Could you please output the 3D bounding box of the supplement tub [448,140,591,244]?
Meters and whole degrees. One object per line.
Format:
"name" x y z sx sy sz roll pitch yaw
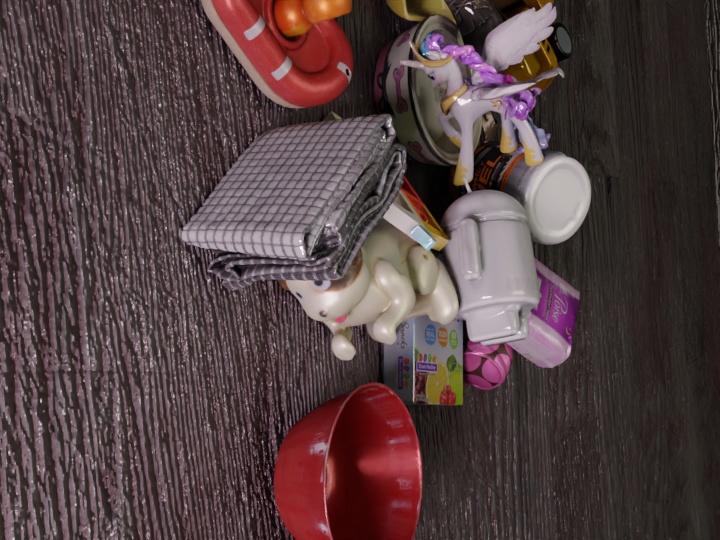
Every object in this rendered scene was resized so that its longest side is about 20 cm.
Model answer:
"supplement tub" 0.215 -0.114 1.171 0.120 0.199 0.125 -7 106 -26

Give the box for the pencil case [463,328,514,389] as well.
"pencil case" 0.198 0.080 1.263 0.090 0.094 0.201 30 53 0

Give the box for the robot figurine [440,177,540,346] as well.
"robot figurine" 0.159 -0.012 1.036 0.169 0.111 0.204 25 56 -64

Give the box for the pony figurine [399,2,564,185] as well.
"pony figurine" 0.164 -0.218 1.032 0.168 0.190 0.202 -78 148 -46

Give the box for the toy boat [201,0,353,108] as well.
"toy boat" -0.064 -0.269 0.875 0.201 0.129 0.132 51 49 -39

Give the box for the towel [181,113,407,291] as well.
"towel" -0.058 -0.067 0.841 0.201 0.163 0.086 -60 138 -37

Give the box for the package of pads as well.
"package of pads" 0.220 0.039 1.179 0.199 0.075 0.122 35 57 -26

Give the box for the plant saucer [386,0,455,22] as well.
"plant saucer" 0.082 -0.445 1.169 0.199 0.048 0.204 -19 103 -55

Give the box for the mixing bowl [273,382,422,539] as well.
"mixing bowl" -0.024 0.227 0.906 0.199 0.107 0.204 17 69 -55

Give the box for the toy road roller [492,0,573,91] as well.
"toy road roller" 0.226 -0.358 1.272 0.201 0.122 0.147 54 45 -19

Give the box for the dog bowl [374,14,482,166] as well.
"dog bowl" 0.092 -0.240 1.146 0.199 0.073 0.205 8 80 -54

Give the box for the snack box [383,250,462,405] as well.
"snack box" 0.087 0.079 1.128 0.141 0.052 0.204 15 74 -56

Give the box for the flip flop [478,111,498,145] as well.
"flip flop" 0.186 -0.241 1.291 0.081 0.057 0.203 41 55 -45

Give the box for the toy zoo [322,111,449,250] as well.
"toy zoo" 0.036 -0.096 0.993 0.130 0.020 0.201 26 27 -51

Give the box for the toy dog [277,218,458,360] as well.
"toy dog" 0.000 0.000 0.943 0.198 0.138 0.198 -1 84 -53

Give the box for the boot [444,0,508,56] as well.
"boot" 0.109 -0.367 1.078 0.173 0.069 0.203 17 48 -50
